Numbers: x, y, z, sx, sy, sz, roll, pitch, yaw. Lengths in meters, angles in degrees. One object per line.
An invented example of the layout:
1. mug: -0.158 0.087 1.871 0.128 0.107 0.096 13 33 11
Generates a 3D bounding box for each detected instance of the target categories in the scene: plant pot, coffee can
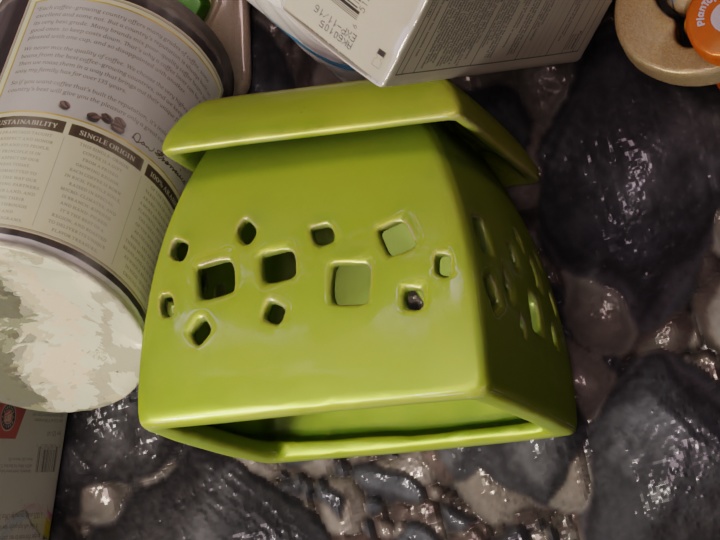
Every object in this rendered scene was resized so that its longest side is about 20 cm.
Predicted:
1. plant pot: 0.000 0.000 1.498 0.198 0.199 0.183 -5 78 18
2. coffee can: -0.163 -0.045 1.526 0.145 0.147 0.201 1 50 17

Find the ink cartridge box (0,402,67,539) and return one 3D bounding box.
1. ink cartridge box: -0.231 0.154 1.595 0.067 0.116 0.202 7 88 17

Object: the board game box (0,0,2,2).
1. board game box: -0.196 -0.212 1.606 0.200 0.029 0.135 -34 71 32

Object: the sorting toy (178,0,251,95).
1. sorting toy: -0.156 -0.194 1.640 0.184 0.036 0.202 -2 85 17

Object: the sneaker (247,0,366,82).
1. sneaker: -0.049 -0.185 1.566 0.200 0.081 0.077 37 85 7

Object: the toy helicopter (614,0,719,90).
1. toy helicopter: 0.201 -0.198 1.521 0.132 0.079 0.201 22 82 26

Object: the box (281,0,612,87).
1. box: 0.059 -0.161 1.451 0.078 0.199 0.095 39 116 24
